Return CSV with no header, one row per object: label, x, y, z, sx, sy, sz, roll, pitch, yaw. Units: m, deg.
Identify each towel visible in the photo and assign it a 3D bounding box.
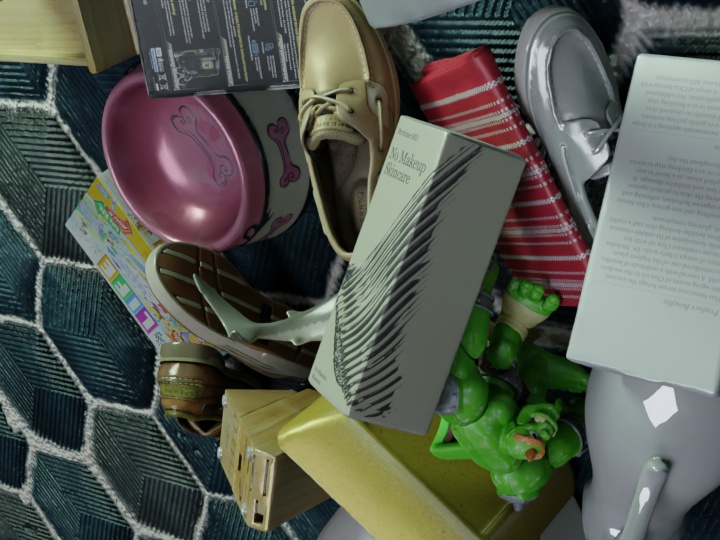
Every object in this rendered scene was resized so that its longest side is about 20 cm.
towel,0.108,-0.064,0.950,0.201,0.022,0.145,61,167,-8

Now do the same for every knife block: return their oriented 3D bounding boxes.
knife block,-0.024,0.145,1.098,0.200,0.174,0.064,-136,50,-69

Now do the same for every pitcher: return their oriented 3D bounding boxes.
pitcher,0.208,0.132,0.930,0.121,0.172,0.201,16,128,9

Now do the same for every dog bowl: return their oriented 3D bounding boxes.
dog bowl,-0.140,-0.103,1.139,0.199,0.074,0.201,21,128,29

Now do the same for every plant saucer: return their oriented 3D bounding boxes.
plant saucer,0.067,0.140,1.032,0.200,0.200,0.049,43,130,9

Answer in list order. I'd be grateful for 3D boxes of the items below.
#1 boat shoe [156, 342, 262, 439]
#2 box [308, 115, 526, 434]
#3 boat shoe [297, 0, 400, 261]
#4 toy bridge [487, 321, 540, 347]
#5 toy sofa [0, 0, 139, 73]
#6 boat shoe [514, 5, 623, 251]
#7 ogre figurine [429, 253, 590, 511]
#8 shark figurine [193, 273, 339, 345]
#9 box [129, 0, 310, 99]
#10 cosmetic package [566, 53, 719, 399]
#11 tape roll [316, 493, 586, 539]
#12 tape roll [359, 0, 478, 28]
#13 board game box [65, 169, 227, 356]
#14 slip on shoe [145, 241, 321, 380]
boat shoe,-0.142,0.120,1.208,0.071,0.200,0.068,0,74,15
box,0.036,0.003,0.901,0.082,0.068,0.201,30,103,63
boat shoe,-0.010,-0.106,0.953,0.071,0.064,0.201,-14,88,22
toy bridge,0.063,-0.015,1.061,0.067,0.027,0.201,-32,94,47
toy sofa,-0.270,-0.228,1.151,0.199,0.097,0.083,8,120,35
boat shoe,0.158,-0.079,0.893,0.068,0.072,0.201,37,143,61
ogre figurine,0.110,0.092,0.976,0.098,0.120,0.200,14,147,27
shark figurine,-0.013,0.011,1.055,0.213,0.128,0.090,-19,61,12
box,-0.097,-0.234,0.993,0.159,0.044,0.201,-4,117,9
cosmetic package,0.209,-0.027,0.831,0.101,0.071,0.201,13,88,34
tape roll,0.071,0.243,1.090,0.203,0.203,0.139,43,135,9
tape roll,0.085,-0.214,0.794,0.200,0.200,0.066,-10,110,42
board game box,-0.195,0.006,1.260,0.200,0.034,0.134,53,149,0
slip on shoe,-0.114,0.041,1.157,0.199,0.076,0.060,28,146,-36
